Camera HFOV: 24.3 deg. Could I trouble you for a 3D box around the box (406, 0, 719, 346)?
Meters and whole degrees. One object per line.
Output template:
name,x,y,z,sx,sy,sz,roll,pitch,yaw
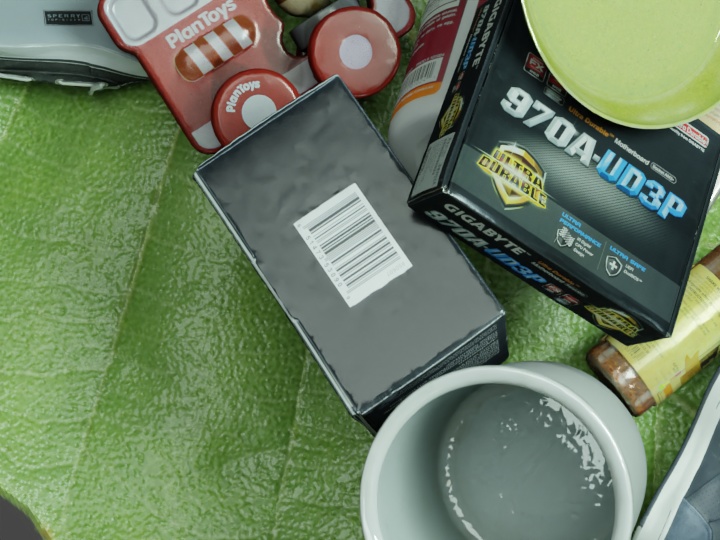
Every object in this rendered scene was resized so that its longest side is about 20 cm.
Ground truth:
box,0.140,-0.065,1.099,0.200,0.046,0.159,32,64,-23

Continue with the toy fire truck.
toy fire truck,-0.070,-0.181,1.223,0.200,0.112,0.168,-34,100,-3

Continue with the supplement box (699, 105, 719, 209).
supplement box,0.217,-0.100,1.226,0.126,0.074,0.200,32,83,10

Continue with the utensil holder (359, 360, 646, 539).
utensil holder,0.105,0.143,1.108,0.169,0.200,0.170,0,90,15

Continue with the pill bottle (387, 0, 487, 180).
pill bottle,0.094,-0.153,1.204,0.113,0.113,0.200,13,56,7

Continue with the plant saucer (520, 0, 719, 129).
plant saucer,0.180,-0.192,1.085,0.200,0.031,0.201,-2,94,-26

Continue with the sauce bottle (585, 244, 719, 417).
sauce bottle,0.256,0.023,1.203,0.200,0.066,0.066,-38,78,-1

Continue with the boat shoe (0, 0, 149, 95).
boat shoe,-0.207,-0.168,1.279,0.199,0.068,0.074,-3,66,-20

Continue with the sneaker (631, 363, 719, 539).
sneaker,0.294,0.141,1.163,0.146,0.077,0.203,26,92,20

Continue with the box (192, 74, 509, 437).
box,0.000,0.000,1.162,0.124,0.197,0.200,-34,78,-3
